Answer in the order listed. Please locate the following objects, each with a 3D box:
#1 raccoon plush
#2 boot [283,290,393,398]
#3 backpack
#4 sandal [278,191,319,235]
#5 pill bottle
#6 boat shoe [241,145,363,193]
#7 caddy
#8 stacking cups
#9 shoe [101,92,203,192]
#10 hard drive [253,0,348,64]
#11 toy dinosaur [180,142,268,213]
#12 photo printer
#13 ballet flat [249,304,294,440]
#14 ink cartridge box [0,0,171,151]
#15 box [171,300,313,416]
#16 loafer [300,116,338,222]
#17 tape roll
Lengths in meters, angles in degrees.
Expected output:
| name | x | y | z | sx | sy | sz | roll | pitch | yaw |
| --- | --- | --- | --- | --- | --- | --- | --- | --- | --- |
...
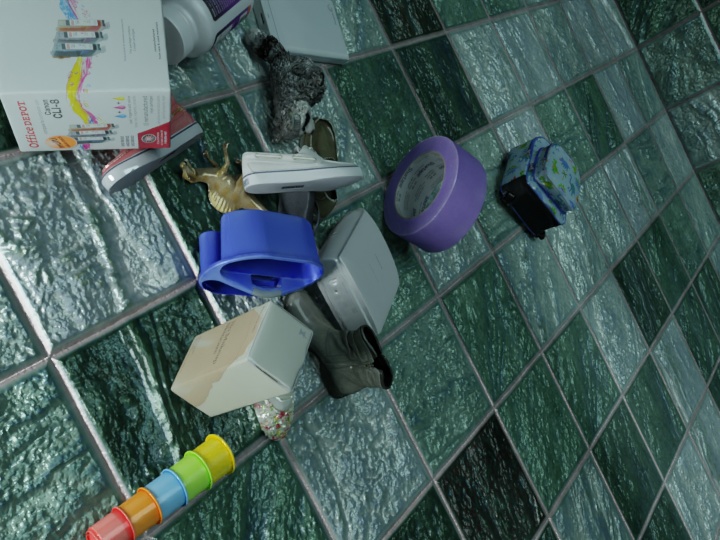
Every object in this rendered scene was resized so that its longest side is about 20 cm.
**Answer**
| name | x | y | z | sx | sy | sz | roll | pitch | yaw |
| --- | --- | --- | --- | --- | --- | --- | --- | --- | --- |
| raccoon plush | -0.153 | -0.313 | 1.270 | 0.198 | 0.097 | 0.135 | 33 | 61 | 7 |
| boot | -0.029 | 0.105 | 1.150 | 0.068 | 0.129 | 0.203 | -37 | 100 | -46 |
| backpack | 0.440 | -0.218 | 1.749 | 0.183 | 0.145 | 0.203 | 42 | 45 | -27 |
| sandal | -0.098 | -0.071 | 1.206 | 0.042 | 0.075 | 0.206 | 12 | 74 | -48 |
| pill bottle | -0.261 | -0.412 | 1.157 | 0.112 | 0.110 | 0.202 | 48 | 46 | -18 |
| boat shoe | -0.092 | -0.163 | 1.148 | 0.195 | 0.072 | 0.067 | -7 | 80 | -16 |
| caddy | -0.147 | -0.010 | 1.076 | 0.197 | 0.140 | 0.107 | 7 | 63 | -42 |
| stacking cups | -0.246 | 0.280 | 0.908 | 0.199 | 0.060 | 0.062 | -29 | 93 | -47 |
| shoe | -0.316 | -0.192 | 1.041 | 0.092 | 0.071 | 0.200 | 51 | 42 | -9 |
| hard drive | -0.114 | -0.468 | 1.390 | 0.198 | 0.026 | 0.135 | -9 | 80 | -47 |
| toy dinosaur | -0.196 | -0.133 | 1.156 | 0.198 | 0.058 | 0.103 | 30 | 68 | -25 |
| photo printer | 0.000 | 0.000 | 1.235 | 0.169 | 0.068 | 0.201 | 63 | 27 | -21 |
| ballet flat | -0.130 | 0.147 | 1.080 | 0.075 | 0.063 | 0.205 | -1 | 74 | -45 |
| ink cartridge box | -0.347 | -0.250 | 0.927 | 0.195 | 0.146 | 0.148 | -4 | 72 | -17 |
| box | -0.159 | 0.121 | 0.962 | 0.077 | 0.198 | 0.096 | 39 | 49 | -25 |
| loafer | -0.061 | -0.187 | 1.288 | 0.074 | 0.069 | 0.205 | 16 | 62 | -39 |
| tape roll | 0.139 | -0.144 | 1.375 | 0.084 | 0.198 | 0.204 | 25 | 56 | -33 |
